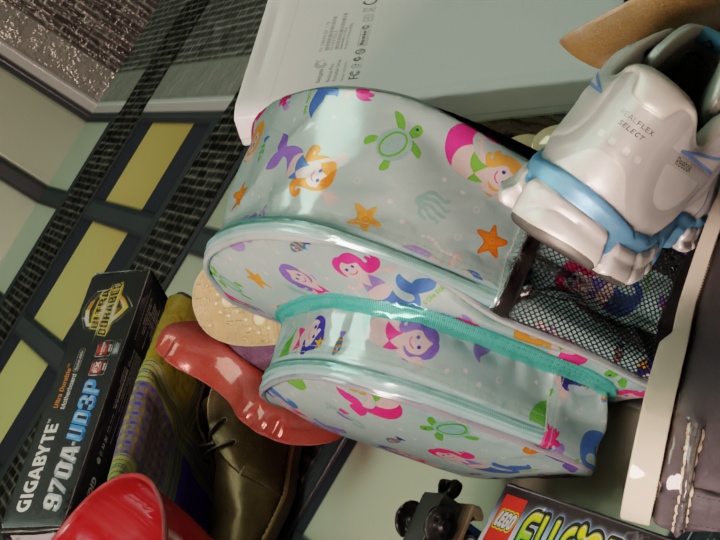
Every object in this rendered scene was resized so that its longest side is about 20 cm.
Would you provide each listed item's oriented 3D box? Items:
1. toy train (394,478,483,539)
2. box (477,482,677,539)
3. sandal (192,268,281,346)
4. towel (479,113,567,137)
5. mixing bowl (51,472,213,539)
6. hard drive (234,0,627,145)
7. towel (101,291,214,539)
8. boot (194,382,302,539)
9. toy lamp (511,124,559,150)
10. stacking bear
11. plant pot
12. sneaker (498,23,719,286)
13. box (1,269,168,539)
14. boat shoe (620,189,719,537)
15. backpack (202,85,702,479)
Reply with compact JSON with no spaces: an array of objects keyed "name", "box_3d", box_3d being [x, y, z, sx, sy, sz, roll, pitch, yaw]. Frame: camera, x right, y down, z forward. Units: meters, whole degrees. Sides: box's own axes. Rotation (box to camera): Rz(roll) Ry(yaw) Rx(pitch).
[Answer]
[{"name":"toy train","box_3d":[0.010,0.188,0.853,0.034,0.046,0.201,-3,58,56]},{"name":"box","box_3d":[0.081,0.149,0.732,0.110,0.035,0.200,-60,17,-8]},{"name":"sandal","box_3d":[0.002,0.006,1.006,0.210,0.078,0.070,-13,5,19]},{"name":"towel","box_3d":[0.064,-0.127,1.057,0.199,0.035,0.133,13,47,34]},{"name":"mixing bowl","box_3d":[-0.114,0.220,1.016,0.200,0.108,0.201,-44,30,34]},{"name":"hard drive","box_3d":[0.042,-0.121,1.010,0.199,0.027,0.132,-5,39,14]},{"name":"towel","box_3d":[-0.109,0.124,1.182,0.023,0.144,0.201,-7,38,18]},{"name":"boot","box_3d":[-0.077,0.119,1.173,0.074,0.075,0.201,-37,27,46]},{"name":"toy lamp","box_3d":[0.084,-0.056,0.927,0.199,0.058,0.058,-12,41,29]},{"name":"stacking bear","box_3d":[-0.016,-0.015,1.112,0.121,0.113,0.201,34,107,35]},{"name":"plant pot","box_3d":[0.179,-0.126,0.802,0.199,0.028,0.200,-23,1,1]},{"name":"sneaker","box_3d":[0.118,-0.055,0.740,0.087,0.075,0.200,-56,-5,18]},{"name":"box","box_3d":[-0.143,0.124,1.200,0.046,0.159,0.201,-5,47,21]},{"name":"boat shoe","box_3d":[0.151,0.030,0.736,0.200,0.062,0.073,-59,-22,-48]},{"name":"backpack","box_3d":[0.031,0.005,0.846,0.177,0.199,0.151,-14,49,65]}]
